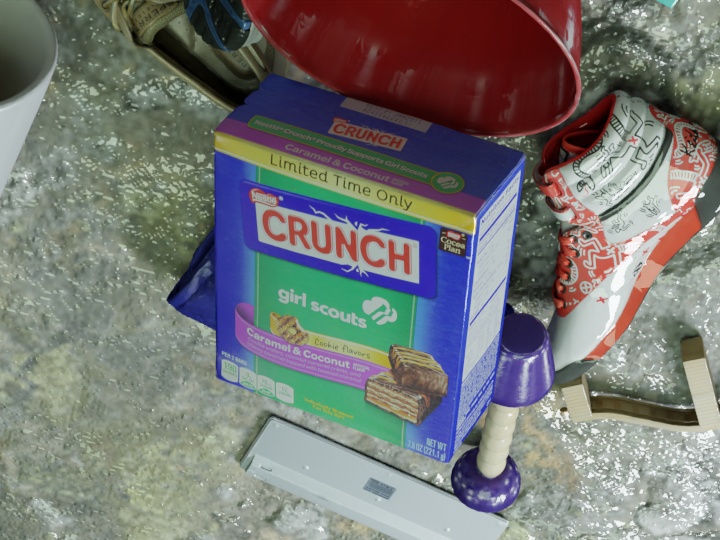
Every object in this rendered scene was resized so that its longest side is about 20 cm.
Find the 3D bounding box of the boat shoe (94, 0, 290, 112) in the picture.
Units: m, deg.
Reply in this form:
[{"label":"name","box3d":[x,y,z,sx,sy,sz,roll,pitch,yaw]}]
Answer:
[{"label":"boat shoe","box3d":[-0.121,-0.169,1.140,0.200,0.065,0.071,37,120,-20]}]

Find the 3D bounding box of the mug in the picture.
[{"label":"mug","box3d":[-0.281,-0.105,1.177,0.149,0.187,0.153,-9,141,-29]}]

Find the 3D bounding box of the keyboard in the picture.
[{"label":"keyboard","box3d":[0.011,0.166,1.399,0.200,0.011,0.056,25,118,-13]}]

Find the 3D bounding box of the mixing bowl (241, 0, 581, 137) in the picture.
[{"label":"mixing bowl","box3d":[0.042,-0.171,1.053,0.200,0.109,0.200,18,160,7]}]

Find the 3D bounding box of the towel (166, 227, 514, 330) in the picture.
[{"label":"towel","box3d":[-0.012,0.017,1.277,0.200,0.050,0.148,32,128,-18]}]

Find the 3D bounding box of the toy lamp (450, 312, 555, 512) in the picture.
[{"label":"toy lamp","box3d":[0.095,0.095,1.276,0.058,0.058,0.200,8,146,-1]}]

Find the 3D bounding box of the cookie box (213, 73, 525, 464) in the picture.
[{"label":"cookie box","box3d":[0.000,0.000,1.150,0.171,0.075,0.200,19,132,18]}]

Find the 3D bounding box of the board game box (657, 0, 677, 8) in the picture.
[{"label":"board game box","box3d":[0.135,-0.259,1.069,0.200,0.045,0.152,25,124,-14]}]

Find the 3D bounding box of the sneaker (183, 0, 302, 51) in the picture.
[{"label":"sneaker","box3d":[-0.060,-0.231,1.098,0.076,0.077,0.201,25,120,39]}]

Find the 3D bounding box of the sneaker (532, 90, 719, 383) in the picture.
[{"label":"sneaker","box3d":[0.145,-0.025,1.221,0.108,0.067,0.202,28,119,-14]}]

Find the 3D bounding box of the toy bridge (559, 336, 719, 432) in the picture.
[{"label":"toy bridge","box3d":[0.236,0.080,1.309,0.199,0.027,0.067,-13,124,13]}]
